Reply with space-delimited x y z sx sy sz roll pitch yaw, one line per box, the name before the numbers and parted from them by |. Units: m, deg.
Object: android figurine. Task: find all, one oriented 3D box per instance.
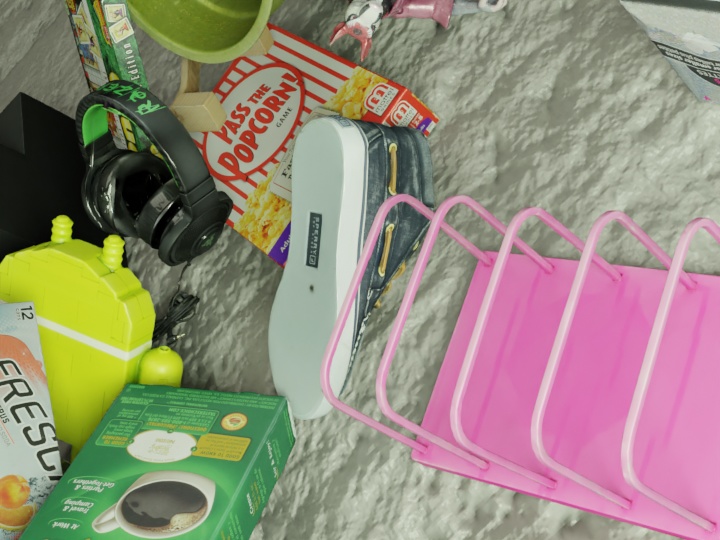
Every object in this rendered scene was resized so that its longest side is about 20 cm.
android figurine | -0.213 0.060 0.827 0.182 0.041 0.200 18 110 20

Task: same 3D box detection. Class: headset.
headset | -0.155 -0.037 0.810 0.123 0.200 0.094 25 52 36

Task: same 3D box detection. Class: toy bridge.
toy bridge | -0.101 -0.179 0.873 0.067 0.027 0.200 3 49 31

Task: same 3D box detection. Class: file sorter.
file sorter | 0.097 0.041 0.592 0.200 0.125 0.139 8 72 43

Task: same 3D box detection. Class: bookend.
bookend | -0.307 -0.070 0.941 0.092 0.200 0.199 -39 47 25

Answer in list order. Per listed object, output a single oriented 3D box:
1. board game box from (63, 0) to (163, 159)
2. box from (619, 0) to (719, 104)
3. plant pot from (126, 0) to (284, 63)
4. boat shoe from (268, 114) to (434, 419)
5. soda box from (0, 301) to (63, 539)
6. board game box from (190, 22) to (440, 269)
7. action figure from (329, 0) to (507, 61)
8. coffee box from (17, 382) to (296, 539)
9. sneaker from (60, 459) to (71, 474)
board game box | -0.187 -0.125 0.893 0.023 0.200 0.105 -24 28 -26
box | 0.260 -0.147 0.569 0.200 0.115 0.132 23 83 47
plant pot | -0.078 -0.284 0.828 0.200 0.200 0.190 7 37 42
boat shoe | 0.000 0.000 0.745 0.071 0.091 0.201 20 107 45
soda box | -0.237 0.123 0.744 0.068 0.063 0.200 -49 52 54
board game box | -0.054 -0.094 0.854 0.200 0.046 0.152 34 90 46
action figure | 0.030 -0.245 0.808 0.200 0.134 0.149 -54 43 -3
coffee box | -0.128 0.149 0.682 0.123 0.044 0.200 3 34 17
sneaker | -0.265 0.199 0.842 0.200 0.085 0.075 -16 27 28
